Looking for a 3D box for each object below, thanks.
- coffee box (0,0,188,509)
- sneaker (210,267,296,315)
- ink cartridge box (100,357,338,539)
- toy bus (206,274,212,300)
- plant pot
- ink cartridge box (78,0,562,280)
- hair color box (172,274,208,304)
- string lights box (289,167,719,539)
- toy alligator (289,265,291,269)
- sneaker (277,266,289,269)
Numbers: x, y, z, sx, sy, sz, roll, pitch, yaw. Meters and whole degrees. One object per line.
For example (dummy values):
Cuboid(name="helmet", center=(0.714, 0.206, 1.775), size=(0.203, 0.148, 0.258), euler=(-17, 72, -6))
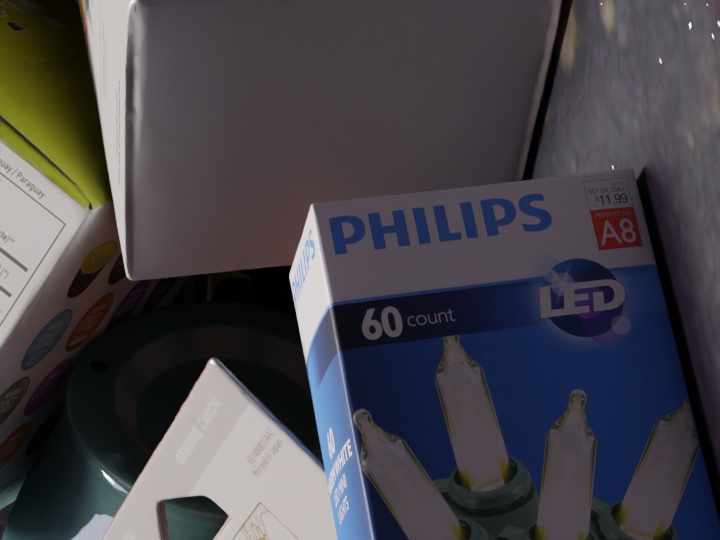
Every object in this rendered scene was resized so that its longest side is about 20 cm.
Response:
Cuboid(name="coffee box", center=(-0.194, -0.023, 0.901), size=(0.198, 0.200, 0.200), euler=(-55, -8, 18))
Cuboid(name="sneaker", center=(-0.042, 0.061, 1.027), size=(0.200, 0.074, 0.081), euler=(92, -173, -61))
Cuboid(name="ink cartridge box", center=(-0.003, 0.123, 0.740), size=(0.176, 0.045, 0.200), euler=(46, 147, 7))
Cuboid(name="toy bus", center=(-0.079, -0.035, 1.140), size=(0.078, 0.065, 0.200), euler=(-5, 107, 49))
Cuboid(name="plant pot", center=(-0.064, 0.123, 0.918), size=(0.200, 0.200, 0.188), euler=(-110, 23, -49))
Cuboid(name="ink cartridge box", center=(-0.029, -0.122, 0.781), size=(0.145, 0.145, 0.200), euler=(98, 163, -52))
Cuboid(name="hair color box", center=(-0.117, 0.014, 1.061), size=(0.109, 0.065, 0.200), euler=(-55, -31, -68))
Cuboid(name="string lights box", center=(0.047, 0.077, 0.625), size=(0.059, 0.103, 0.200), euler=(110, 151, -67))
Cuboid(name="toy alligator", center=(0.000, 0.000, 0.927), size=(0.200, 0.059, 0.054), euler=(-108, 16, -46))
Cuboid(name="sneaker", center=(-0.045, -0.096, 1.064), size=(0.086, 0.080, 0.200), euler=(-114, 24, -85))
